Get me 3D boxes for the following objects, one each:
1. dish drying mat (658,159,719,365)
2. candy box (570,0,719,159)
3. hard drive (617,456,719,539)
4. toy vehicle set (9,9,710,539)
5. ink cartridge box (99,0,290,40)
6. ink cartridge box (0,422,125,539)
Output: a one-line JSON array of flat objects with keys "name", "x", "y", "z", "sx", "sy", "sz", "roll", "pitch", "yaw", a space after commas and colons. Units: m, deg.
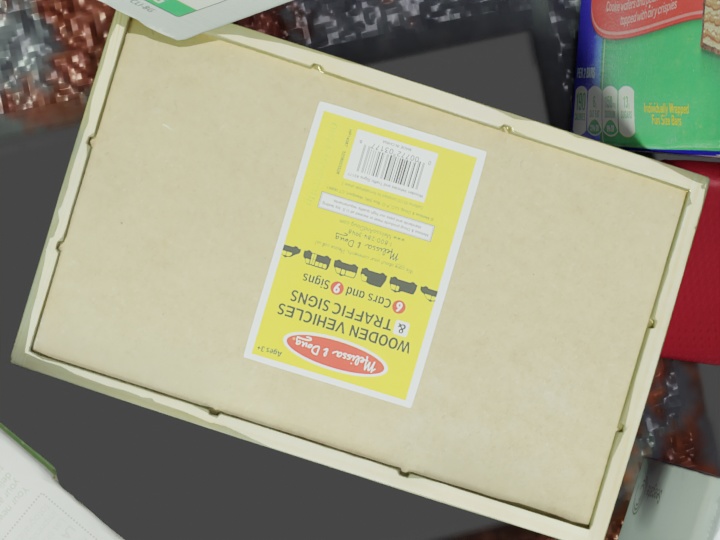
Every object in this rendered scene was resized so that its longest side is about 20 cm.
[{"name": "dish drying mat", "x": 0.184, "y": 0.003, "z": 1.035, "sx": 0.199, "sy": 0.018, "sz": 0.077, "roll": 6, "pitch": 123, "yaw": -16}, {"name": "candy box", "x": 0.136, "y": -0.135, "z": 0.949, "sx": 0.076, "sy": 0.169, "sz": 0.202, "roll": 5, "pitch": 91, "yaw": -19}, {"name": "hard drive", "x": 0.082, "y": 0.161, "z": 0.969, "sx": 0.027, "sy": 0.132, "sz": 0.201, "roll": 19, "pitch": 88, "yaw": -5}, {"name": "toy vehicle set", "x": 0.000, "y": 0.000, "z": 0.966, "sx": 0.199, "sy": 0.027, "sz": 0.125, "roll": 18, "pitch": 89, "yaw": -1}, {"name": "ink cartridge box", "x": -0.032, "y": -0.135, "z": 0.840, "sx": 0.161, "sy": 0.199, "sz": 0.050, "roll": 25, "pitch": 60, "yaw": -45}, {"name": "ink cartridge box", "x": -0.137, "y": 0.118, "z": 0.920, "sx": 0.200, "sy": 0.048, "sz": 0.146, "roll": 40, "pitch": 82, "yaw": 3}]
